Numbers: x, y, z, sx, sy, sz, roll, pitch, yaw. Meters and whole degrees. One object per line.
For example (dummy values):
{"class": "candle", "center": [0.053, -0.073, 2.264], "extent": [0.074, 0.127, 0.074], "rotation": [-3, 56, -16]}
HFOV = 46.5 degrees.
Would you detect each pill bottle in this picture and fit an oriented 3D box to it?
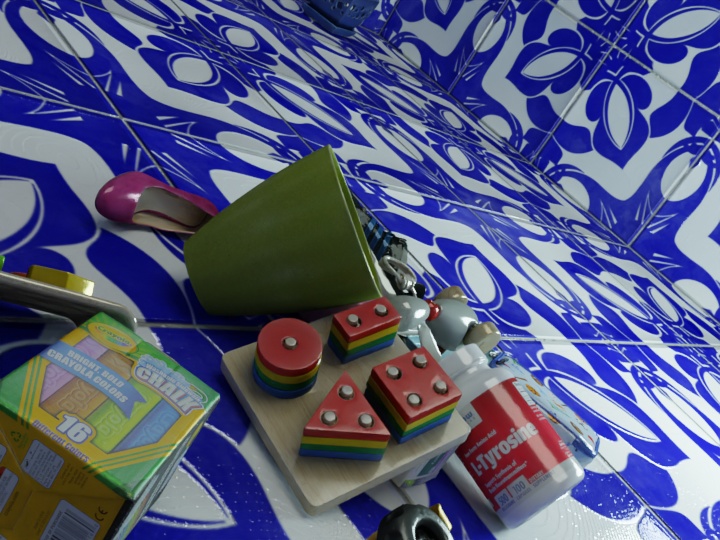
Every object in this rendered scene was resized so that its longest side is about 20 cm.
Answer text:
{"class": "pill bottle", "center": [0.162, 0.191, 0.993], "extent": [0.112, 0.112, 0.201], "rotation": [-1, 50, -55]}

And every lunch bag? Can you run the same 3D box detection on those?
{"class": "lunch bag", "center": [0.242, 0.197, 1.173], "extent": [0.200, 0.076, 0.160], "rotation": [43, 15, 14]}

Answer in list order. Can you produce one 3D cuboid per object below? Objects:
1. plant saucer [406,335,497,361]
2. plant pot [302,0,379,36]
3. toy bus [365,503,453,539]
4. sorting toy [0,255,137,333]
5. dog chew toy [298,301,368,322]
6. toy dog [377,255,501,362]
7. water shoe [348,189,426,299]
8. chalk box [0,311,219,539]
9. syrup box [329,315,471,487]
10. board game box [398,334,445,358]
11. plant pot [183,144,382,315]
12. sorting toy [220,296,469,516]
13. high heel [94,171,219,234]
{"class": "plant saucer", "center": [0.139, 0.121, 1.222], "extent": [0.199, 0.019, 0.070], "rotation": [3, 37, -52]}
{"class": "plant pot", "center": [-0.081, -0.974, 3.062], "extent": [0.200, 0.180, 0.200], "rotation": [40, 21, 15]}
{"class": "toy bus", "center": [0.021, 0.297, 0.613], "extent": [0.199, 0.136, 0.193], "rotation": [-10, 63, -58]}
{"class": "sorting toy", "center": [-0.303, 0.009, 0.716], "extent": [0.199, 0.037, 0.185], "rotation": [24, -16, -28]}
{"class": "dog chew toy", "center": [-0.046, 0.016, 1.107], "extent": [0.124, 0.125, 0.201], "rotation": [1, 47, -54]}
{"class": "toy dog", "center": [0.086, 0.075, 1.078], "extent": [0.199, 0.097, 0.132], "rotation": [23, 25, -32]}
{"class": "water shoe", "center": [0.023, -0.030, 1.166], "extent": [0.078, 0.072, 0.201], "rotation": [-18, 74, -21]}
{"class": "chalk box", "center": [-0.200, 0.126, 0.636], "extent": [0.123, 0.125, 0.200], "rotation": [34, 20, 0]}
{"class": "syrup box", "center": [0.026, 0.147, 0.976], "extent": [0.081, 0.079, 0.200], "rotation": [4, 36, -52]}
{"class": "board game box", "center": [0.100, 0.161, 1.131], "extent": [0.104, 0.024, 0.200], "rotation": [24, 23, -30]}
{"class": "plant pot", "center": [-0.097, -0.024, 0.981], "extent": [0.187, 0.198, 0.189], "rotation": [-19, 90, -86]}
{"class": "sorting toy", "center": [-0.013, 0.118, 0.870], "extent": [0.197, 0.070, 0.200], "rotation": [-18, 53, -29]}
{"class": "high heel", "center": [-0.249, -0.073, 1.067], "extent": [0.095, 0.068, 0.200], "rotation": [29, 6, 17]}
